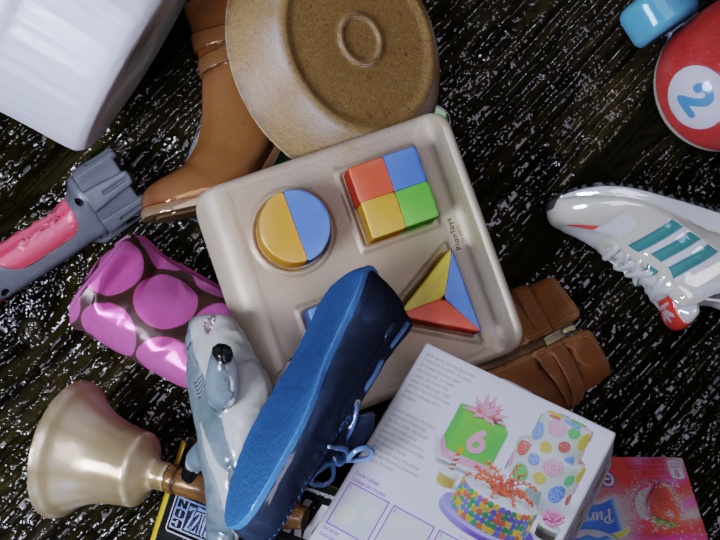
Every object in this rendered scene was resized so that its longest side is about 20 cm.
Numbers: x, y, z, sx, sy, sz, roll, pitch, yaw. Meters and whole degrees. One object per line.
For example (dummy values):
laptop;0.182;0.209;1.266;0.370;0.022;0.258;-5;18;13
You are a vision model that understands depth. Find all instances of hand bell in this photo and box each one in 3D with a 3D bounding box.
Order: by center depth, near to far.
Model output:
hand bell;-0.130;0.154;0.862;0.197;0.104;0.106;12;85;20

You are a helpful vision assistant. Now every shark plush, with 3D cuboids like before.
shark plush;-0.088;0.131;0.815;0.082;0.090;0.204;-4;91;37

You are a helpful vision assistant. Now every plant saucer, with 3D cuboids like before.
plant saucer;-0.008;-0.171;0.911;0.198;0.035;0.204;7;78;-34

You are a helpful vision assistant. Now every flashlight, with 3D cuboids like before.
flashlight;-0.263;-0.022;0.920;0.199;0.068;0.068;-35;86;-4

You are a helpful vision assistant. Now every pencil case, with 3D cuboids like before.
pencil case;-0.120;0.045;0.913;0.198;0.091;0.095;27;87;1

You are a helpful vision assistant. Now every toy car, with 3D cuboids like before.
toy car;0.322;-0.176;0.896;0.176;0.200;0.186;-33;88;-5

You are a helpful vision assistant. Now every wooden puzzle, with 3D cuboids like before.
wooden puzzle;0.000;0.000;0.855;0.197;0.046;0.188;-20;87;-6

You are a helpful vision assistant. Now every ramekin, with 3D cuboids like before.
ramekin;-0.198;-0.187;0.874;0.097;0.200;0.202;32;85;-8

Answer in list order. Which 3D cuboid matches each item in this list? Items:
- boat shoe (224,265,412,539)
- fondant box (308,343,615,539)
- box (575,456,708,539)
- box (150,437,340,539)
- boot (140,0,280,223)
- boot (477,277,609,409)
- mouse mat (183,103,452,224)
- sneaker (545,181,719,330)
boat shoe;-0.015;0.089;0.765;0.068;0.084;0.202;40;64;-21
fondant box;0.058;0.166;0.768;0.143;0.058;0.201;24;67;22
box;0.143;0.201;0.871;0.197;0.103;0.096;4;53;-20
box;-0.068;0.227;0.871;0.198;0.049;0.162;13;79;31
boot;-0.104;-0.135;0.919;0.198;0.077;0.157;-26;93;-10
boot;0.089;0.041;0.927;0.154;0.077;0.201;-30;77;-13
mouse mat;-0.038;-0.089;0.967;0.197;0.008;0.163;20;85;-1
sneaker;0.239;-0.006;0.944;0.197;0.070;0.095;14;79;-5
